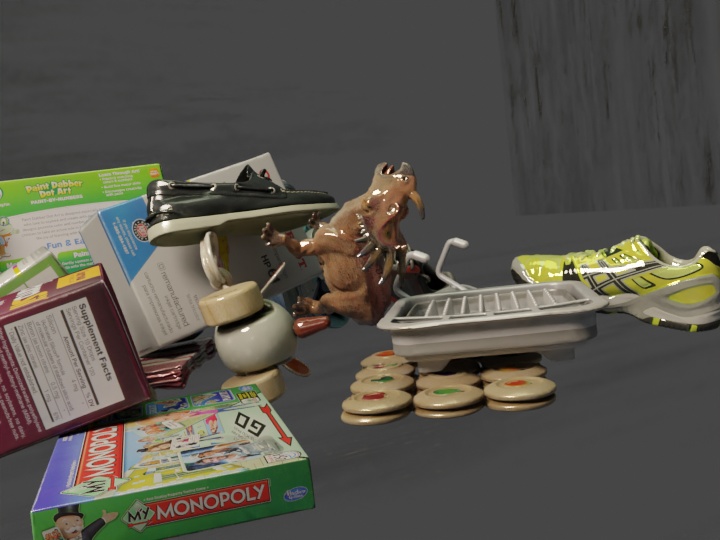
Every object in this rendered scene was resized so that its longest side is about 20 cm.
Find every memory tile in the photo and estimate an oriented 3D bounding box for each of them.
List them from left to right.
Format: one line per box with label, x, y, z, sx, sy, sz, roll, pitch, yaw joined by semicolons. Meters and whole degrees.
memory tile;0.068;0.082;0.644;0.153;0.017;0.200;-6;5;6

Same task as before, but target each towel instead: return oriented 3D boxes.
towel;-0.226;0.099;0.817;0.144;0.023;0.200;-9;3;0

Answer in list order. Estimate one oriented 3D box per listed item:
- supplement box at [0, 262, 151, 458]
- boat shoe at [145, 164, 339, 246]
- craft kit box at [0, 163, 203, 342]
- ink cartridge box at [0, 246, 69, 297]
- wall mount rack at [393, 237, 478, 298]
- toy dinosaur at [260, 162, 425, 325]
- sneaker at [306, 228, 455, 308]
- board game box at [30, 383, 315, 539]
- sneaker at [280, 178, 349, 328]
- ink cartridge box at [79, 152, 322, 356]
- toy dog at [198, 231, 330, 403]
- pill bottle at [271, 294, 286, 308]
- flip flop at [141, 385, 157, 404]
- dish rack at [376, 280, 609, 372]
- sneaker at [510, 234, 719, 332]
supplement box;-0.251;0.072;0.541;0.200;0.086;0.110;-21;12;-16
boat shoe;-0.113;-0.069;0.793;0.199;0.066;0.074;-11;-11;-28
craft kit box;-0.286;-0.005;0.859;0.200;0.198;0.049;-11;-9;-28
ink cartridge box;-0.314;0.062;0.647;0.200;0.059;0.104;-38;16;-16
wall mount rack;0.135;0.031;0.851;0.174;0.075;0.200;30;21;21
toy dinosaur;0.000;0.000;0.753;0.135;0.200;0.086;15;48;28
sneaker;0.028;-0.012;0.944;0.200;0.077;0.082;22;-43;-33
board game box;-0.113;0.110;0.492;0.134;0.029;0.200;-7;5;-15
sneaker;-0.058;-0.018;0.974;0.078;0.200;0.086;-38;34;-28
ink cartridge box;-0.159;-0.020;0.847;0.200;0.145;0.085;-26;2;-34
toy dog;-0.076;0.043;0.706;0.096;0.132;0.200;-14;27;-4
pill bottle;-0.099;0.009;1.155;0.200;0.109;0.109;-3;6;43
flip flop;-0.241;0.089;0.658;0.200;0.058;0.081;2;26;40
dish rack;0.109;0.044;0.681;0.171;0.044;0.200;-7;5;9
sneaker;0.243;0.001;0.784;0.200;0.077;0.075;10;13;25
